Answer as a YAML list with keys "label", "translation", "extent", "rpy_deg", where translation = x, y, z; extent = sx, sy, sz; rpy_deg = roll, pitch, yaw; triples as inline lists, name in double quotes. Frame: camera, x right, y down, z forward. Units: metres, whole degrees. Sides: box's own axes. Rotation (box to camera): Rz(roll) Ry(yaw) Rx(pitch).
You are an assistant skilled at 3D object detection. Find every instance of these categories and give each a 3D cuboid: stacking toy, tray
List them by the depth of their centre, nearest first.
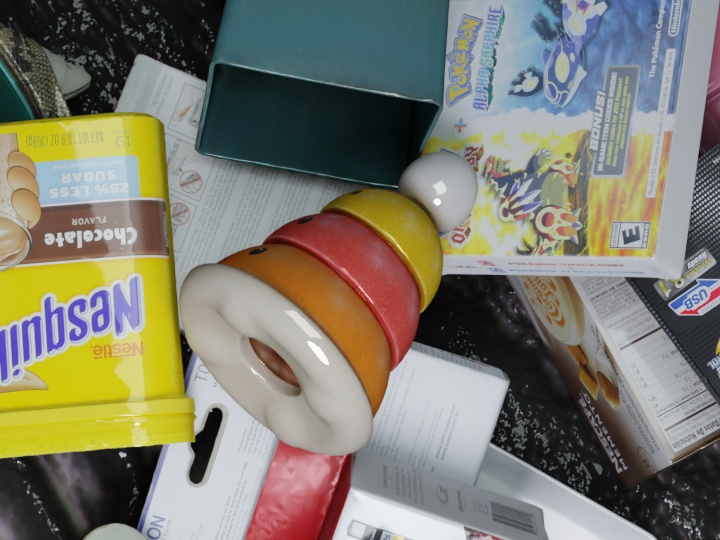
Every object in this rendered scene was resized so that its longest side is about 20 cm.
- label: "stacking toy"
  translation: [0.000, 0.000, 1.373]
  extent: [0.146, 0.146, 0.200]
  rpy_deg: [42, 64, 3]
- label: "tray"
  translation: [0.084, 0.172, 1.484]
  extent: [0.199, 0.022, 0.108]
  rpy_deg: [30, 95, -1]

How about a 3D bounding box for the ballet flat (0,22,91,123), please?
- label: "ballet flat"
  translation: [-0.198, -0.089, 1.501]
  extent: [0.075, 0.068, 0.201]
  rpy_deg: [-25, 88, -28]

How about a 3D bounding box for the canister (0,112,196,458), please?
- label: "canister"
  translation: [-0.182, 0.011, 1.384]
  extent: [0.148, 0.087, 0.201]
  rpy_deg: [-5, 86, 4]

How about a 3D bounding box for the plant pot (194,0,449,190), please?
- label: "plant pot"
  translation: [-0.017, -0.179, 1.430]
  extent: [0.140, 0.141, 0.201]
  rpy_deg: [9, 69, -5]

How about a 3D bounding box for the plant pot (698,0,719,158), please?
- label: "plant pot"
  translation: [0.300, -0.082, 1.490]
  extent: [0.199, 0.200, 0.180]
  rpy_deg: [-17, 72, -12]

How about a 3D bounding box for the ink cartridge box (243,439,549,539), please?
- label: "ink cartridge box"
  translation: [0.002, 0.223, 1.396]
  extent: [0.175, 0.084, 0.201]
  rpy_deg: [18, 103, -4]

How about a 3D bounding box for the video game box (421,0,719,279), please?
- label: "video game box"
  translation: [0.125, -0.096, 1.423]
  extent: [0.181, 0.047, 0.201]
  rpy_deg: [-1, 73, 35]

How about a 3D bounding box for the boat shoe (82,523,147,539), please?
- label: "boat shoe"
  translation: [-0.146, 0.260, 1.413]
  extent: [0.070, 0.071, 0.202]
  rpy_deg: [-11, 85, -19]

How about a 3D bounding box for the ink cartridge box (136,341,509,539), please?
- label: "ink cartridge box"
  translation: [-0.028, 0.129, 1.445]
  extent: [0.199, 0.043, 0.197]
  rpy_deg: [18, 98, -4]

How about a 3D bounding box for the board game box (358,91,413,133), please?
- label: "board game box"
  translation: [0.017, -0.191, 1.528]
  extent: [0.200, 0.046, 0.152]
  rpy_deg: [41, 74, 3]

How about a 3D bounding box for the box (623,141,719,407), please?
- label: "box"
  translation: [0.272, -0.017, 1.393]
  extent: [0.200, 0.044, 0.161]
  rpy_deg: [-37, 83, 17]

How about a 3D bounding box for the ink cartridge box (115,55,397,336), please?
- label: "ink cartridge box"
  translation: [-0.084, -0.029, 1.491]
  extent: [0.199, 0.057, 0.163]
  rpy_deg: [22, 75, -5]

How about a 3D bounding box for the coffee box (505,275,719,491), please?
- label: "coffee box"
  translation: [0.173, 0.033, 1.497]
  extent: [0.079, 0.114, 0.201]
  rpy_deg: [-26, 82, -14]
